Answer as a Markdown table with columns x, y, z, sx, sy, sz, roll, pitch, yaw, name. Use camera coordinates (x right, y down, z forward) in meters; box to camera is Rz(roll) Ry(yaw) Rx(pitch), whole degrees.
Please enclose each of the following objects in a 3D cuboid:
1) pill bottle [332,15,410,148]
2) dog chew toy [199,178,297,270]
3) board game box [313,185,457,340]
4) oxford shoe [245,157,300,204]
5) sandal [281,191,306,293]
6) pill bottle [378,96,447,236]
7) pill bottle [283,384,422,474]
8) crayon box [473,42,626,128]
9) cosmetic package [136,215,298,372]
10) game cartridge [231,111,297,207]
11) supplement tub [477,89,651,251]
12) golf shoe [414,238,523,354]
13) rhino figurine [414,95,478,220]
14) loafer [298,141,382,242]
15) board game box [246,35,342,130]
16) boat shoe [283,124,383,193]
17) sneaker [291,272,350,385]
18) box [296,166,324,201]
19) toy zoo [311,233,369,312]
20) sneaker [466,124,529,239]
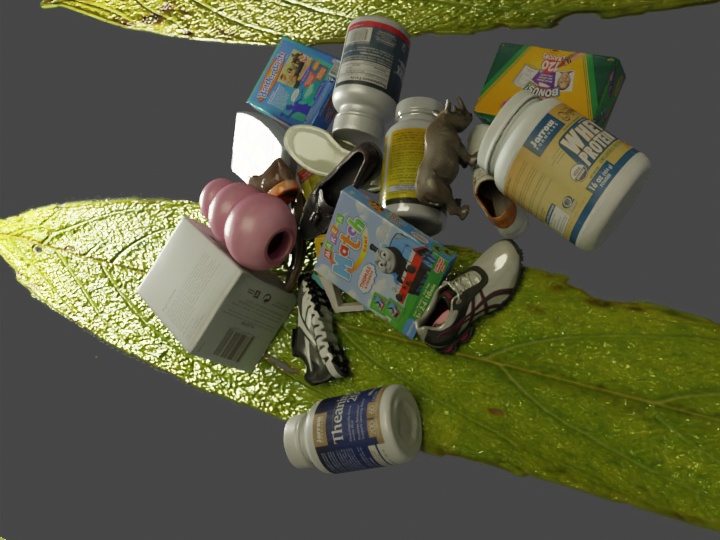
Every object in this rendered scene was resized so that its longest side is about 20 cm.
| x | y | z | sx | sy | sz | roll | pitch | yaw | name |
| --- | --- | --- | --- | --- | --- | --- | --- | --- | --- |
| 0.014 | -0.320 | 1.274 | 0.117 | 0.119 | 0.205 | 5 | 77 | 34 | pill bottle |
| -0.197 | -0.087 | 1.226 | 0.198 | 0.124 | 0.126 | 34 | 93 | 32 | dog chew toy |
| 0.033 | -0.012 | 1.124 | 0.198 | 0.036 | 0.154 | 34 | 124 | 17 | board game box |
| -0.186 | -0.128 | 1.325 | 0.198 | 0.071 | 0.074 | -32 | 76 | 35 | oxford shoe |
| -0.126 | -0.053 | 1.287 | 0.082 | 0.053 | 0.205 | 123 | 152 | -58 | sandal |
| 0.089 | -0.165 | 1.173 | 0.110 | 0.112 | 0.206 | -4 | 72 | 32 | pill bottle |
| -0.015 | 0.243 | 1.103 | 0.196 | 0.110 | 0.114 | -17 | 65 | 28 | pill bottle |
| 0.282 | -0.265 | 1.110 | 0.197 | 0.058 | 0.121 | 21 | 86 | 37 | crayon box |
| -0.253 | 0.043 | 1.300 | 0.199 | 0.166 | 0.168 | 37 | 95 | 36 | cosmetic package |
| -0.184 | -0.218 | 1.381 | 0.199 | 0.040 | 0.136 | 39 | 124 | 42 | game cartridge |
| 0.271 | -0.138 | 0.995 | 0.199 | 0.144 | 0.146 | 38 | 96 | 20 | supplement tub |
| 0.160 | 0.034 | 1.073 | 0.201 | 0.088 | 0.077 | -52 | 52 | 7 | golf shoe |
| 0.131 | -0.178 | 1.100 | 0.060 | 0.086 | 0.205 | -33 | 41 | 62 | rhino figurine |
| -0.044 | -0.128 | 1.198 | 0.072 | 0.063 | 0.201 | 43 | 110 | 8 | loafer |
| -0.115 | -0.353 | 1.419 | 0.198 | 0.045 | 0.154 | 33 | 94 | 37 | board game box |
| -0.038 | -0.188 | 1.255 | 0.198 | 0.060 | 0.074 | 26 | 97 | 12 | boat shoe |
| -0.086 | 0.101 | 1.229 | 0.089 | 0.066 | 0.204 | -30 | 61 | 20 | sneaker |
| -0.047 | -0.107 | 1.284 | 0.074 | 0.050 | 0.204 | -33 | 58 | 22 | box |
| 0.000 | 0.000 | 1.186 | 0.196 | 0.020 | 0.134 | -5 | 107 | 34 | toy zoo |
| 0.200 | -0.151 | 1.112 | 0.072 | 0.084 | 0.204 | -29 | 58 | 24 | sneaker |
